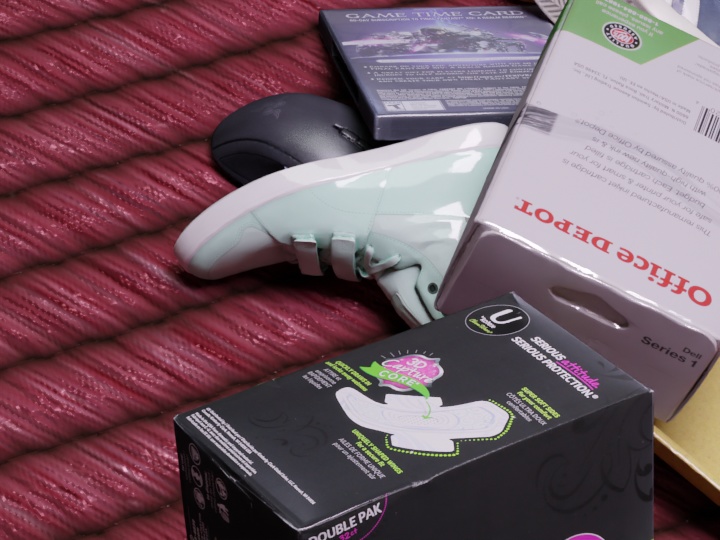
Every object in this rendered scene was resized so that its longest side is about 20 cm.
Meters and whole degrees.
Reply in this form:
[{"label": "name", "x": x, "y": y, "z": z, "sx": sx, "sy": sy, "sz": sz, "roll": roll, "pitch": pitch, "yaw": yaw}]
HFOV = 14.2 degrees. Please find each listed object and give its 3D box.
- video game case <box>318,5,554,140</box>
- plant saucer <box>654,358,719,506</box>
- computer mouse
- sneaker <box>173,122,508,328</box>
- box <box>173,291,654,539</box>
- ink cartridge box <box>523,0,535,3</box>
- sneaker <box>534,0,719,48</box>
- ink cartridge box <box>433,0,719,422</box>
[{"label": "video game case", "x": 0.060, "y": -0.119, "z": 1.720, "sx": 0.143, "sy": 0.019, "sz": 0.200, "roll": -2, "pitch": 22, "yaw": -10}, {"label": "plant saucer", "x": 0.191, "y": 0.036, "z": 1.589, "sx": 0.200, "sy": 0.048, "sz": 0.200, "roll": 40, "pitch": 51, "yaw": 14}, {"label": "computer mouse", "x": 0.021, "y": -0.074, "z": 1.696, "sx": 0.200, "sy": 0.046, "sz": 0.140, "roll": 29, "pitch": 50, "yaw": 20}, {"label": "sneaker", "x": 0.000, "y": 0.000, "z": 1.601, "sx": 0.200, "sy": 0.074, "sz": 0.118, "roll": -16, "pitch": 76, "yaw": 5}, {"label": "box", "x": 0.029, "y": 0.124, "z": 1.406, "sx": 0.200, "sy": 0.149, "sz": 0.124, "roll": -20, "pitch": 33, "yaw": -25}, {"label": "ink cartridge box", "x": 0.118, "y": -0.223, "z": 1.862, "sx": 0.200, "sy": 0.050, "sz": 0.109, "roll": 12, "pitch": 44, "yaw": 3}, {"label": "sneaker", "x": 0.178, "y": -0.169, "z": 1.782, "sx": 0.200, "sy": 0.075, "sz": 0.084, "roll": 47, "pitch": 47, "yaw": 4}, {"label": "ink cartridge box", "x": 0.141, "y": -0.038, "z": 1.542, "sx": 0.146, "sy": 0.084, "sz": 0.200, "roll": 26, "pitch": 50, "yaw": 0}]
